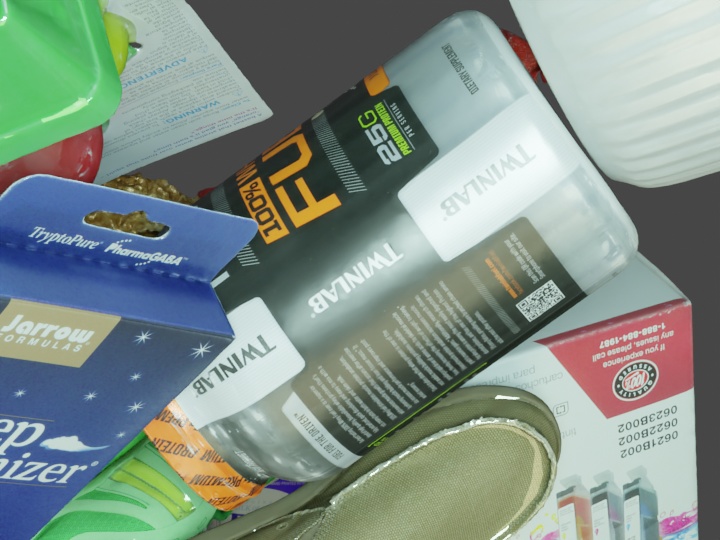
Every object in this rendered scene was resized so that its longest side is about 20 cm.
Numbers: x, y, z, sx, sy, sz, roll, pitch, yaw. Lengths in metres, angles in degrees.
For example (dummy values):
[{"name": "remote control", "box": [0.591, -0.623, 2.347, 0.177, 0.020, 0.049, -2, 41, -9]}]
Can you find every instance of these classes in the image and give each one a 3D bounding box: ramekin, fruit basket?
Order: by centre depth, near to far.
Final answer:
[{"name": "fruit basket", "box": [-0.141, -0.060, 0.779, 0.184, 0.094, 0.200, -22, 165, 8]}, {"name": "ramekin", "box": [0.116, -0.128, 0.892, 0.104, 0.201, 0.200, -25, 146, 14]}]

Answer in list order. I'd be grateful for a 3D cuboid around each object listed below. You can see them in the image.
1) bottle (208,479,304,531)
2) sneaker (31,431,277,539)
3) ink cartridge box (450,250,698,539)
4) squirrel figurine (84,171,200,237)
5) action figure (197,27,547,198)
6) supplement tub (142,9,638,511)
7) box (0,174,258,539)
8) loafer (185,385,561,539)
[{"name": "bottle", "box": [-0.038, 0.103, 1.158, 0.083, 0.065, 0.202, 0, 101, -6]}, {"name": "sneaker", "box": [-0.089, 0.108, 0.975, 0.199, 0.084, 0.074, -27, 145, -8]}, {"name": "ink cartridge box", "box": [0.065, 0.091, 1.061, 0.144, 0.145, 0.202, -16, 120, -17]}, {"name": "squirrel figurine", "box": [-0.157, 0.003, 1.007, 0.199, 0.142, 0.187, -30, 133, 18]}, {"name": "action figure", "box": [0.021, -0.061, 1.072, 0.199, 0.052, 0.065, -31, 139, 12]}, {"name": "supplement tub", "box": [0.000, 0.000, 0.895, 0.199, 0.123, 0.123, -36, 144, 6]}, {"name": "box", "box": [-0.131, 0.047, 0.814, 0.121, 0.033, 0.200, 11, 132, -49]}, {"name": "loafer", "box": [0.001, 0.119, 0.923, 0.199, 0.067, 0.076, -31, 121, -5]}]
